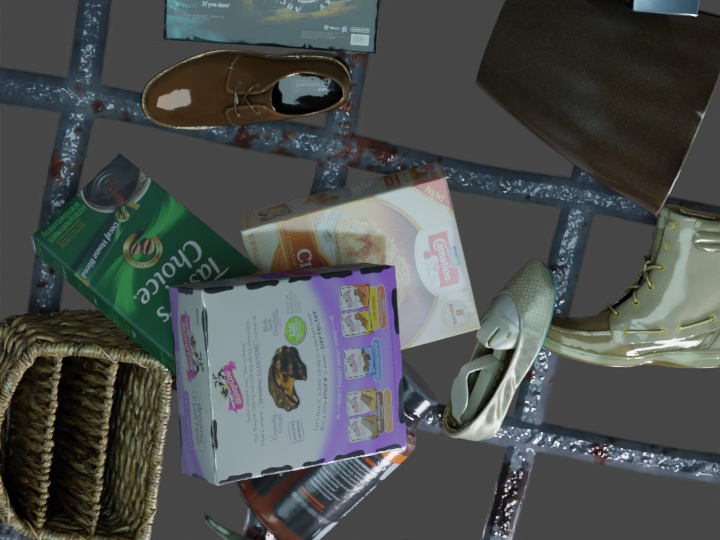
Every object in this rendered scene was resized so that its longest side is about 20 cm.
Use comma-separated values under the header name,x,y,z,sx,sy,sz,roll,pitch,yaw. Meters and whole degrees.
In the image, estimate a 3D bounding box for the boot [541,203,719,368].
name,x,y,z,sx,sy,sz,roll,pitch,yaw
boot,0.272,0.012,1.601,0.197,0.073,0.157,3,107,-6

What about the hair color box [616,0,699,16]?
name,x,y,z,sx,sy,sz,roll,pitch,yaw
hair color box,0.245,-0.287,1.443,0.060,0.200,0.100,3,107,-6

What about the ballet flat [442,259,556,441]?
name,x,y,z,sx,sy,sz,roll,pitch,yaw
ballet flat,0.131,0.082,1.600,0.062,0.067,0.202,-1,120,-36

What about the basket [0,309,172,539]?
name,x,y,z,sx,sy,sz,roll,pitch,yaw
basket,-0.276,0.152,1.544,0.142,0.149,0.202,-2,111,-38

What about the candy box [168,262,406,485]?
name,x,y,z,sx,sy,sz,roll,pitch,yaw
candy box,-0.063,0.087,1.467,0.198,0.071,0.170,-6,96,-32

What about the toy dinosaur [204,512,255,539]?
name,x,y,z,sx,sy,sz,roll,pitch,yaw
toy dinosaur,-0.079,0.311,1.642,0.198,0.047,0.089,16,102,31

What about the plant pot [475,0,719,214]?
name,x,y,z,sx,sy,sz,roll,pitch,yaw
plant pot,0.212,-0.176,1.502,0.198,0.187,0.189,23,105,6

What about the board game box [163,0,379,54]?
name,x,y,z,sx,sy,sz,roll,pitch,yaw
board game box,-0.079,-0.273,1.516,0.197,0.028,0.137,4,106,-4

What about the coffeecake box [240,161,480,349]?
name,x,y,z,sx,sy,sz,roll,pitch,yaw
coffeecake box,0.000,0.000,1.580,0.198,0.073,0.155,-15,106,0

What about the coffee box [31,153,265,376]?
name,x,y,z,sx,sy,sz,roll,pitch,yaw
coffee box,-0.187,-0.002,1.515,0.200,0.044,0.123,40,68,13

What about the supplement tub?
name,x,y,z,sx,sy,sz,roll,pitch,yaw
supplement tub,-0.019,0.171,1.611,0.200,0.107,0.107,-43,105,8

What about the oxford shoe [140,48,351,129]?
name,x,y,z,sx,sy,sz,roll,pitch,yaw
oxford shoe,-0.106,-0.165,1.526,0.197,0.071,0.072,-8,109,0
